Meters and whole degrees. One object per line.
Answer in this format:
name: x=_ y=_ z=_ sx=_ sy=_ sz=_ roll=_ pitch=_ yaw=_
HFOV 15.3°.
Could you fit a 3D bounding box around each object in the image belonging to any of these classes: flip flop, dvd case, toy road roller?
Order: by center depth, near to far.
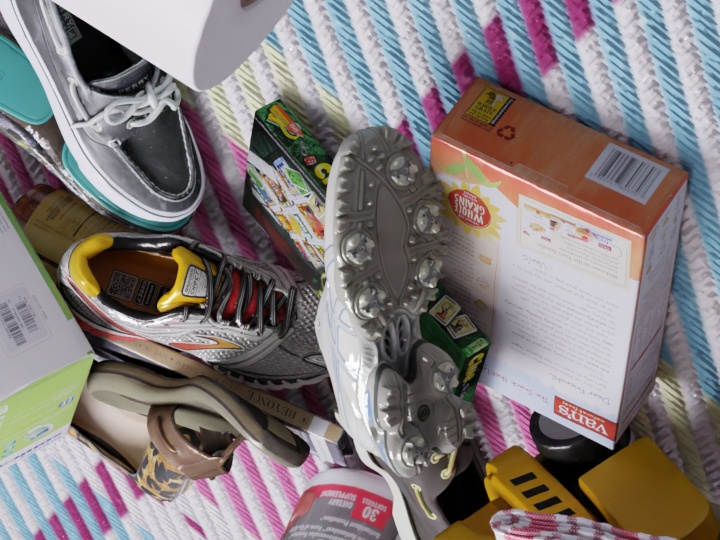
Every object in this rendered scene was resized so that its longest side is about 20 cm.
toy road roller: x=0.136 y=0.177 z=1.585 sx=0.200 sy=0.146 sz=0.123 roll=44 pitch=165 yaw=53
flip flop: x=-0.107 y=0.100 z=1.679 sx=0.200 sy=0.058 sz=0.081 roll=12 pitch=161 yaw=46
dvd case: x=-0.100 y=0.077 z=1.759 sx=0.199 sy=0.016 sz=0.149 roll=24 pitch=171 yaw=6

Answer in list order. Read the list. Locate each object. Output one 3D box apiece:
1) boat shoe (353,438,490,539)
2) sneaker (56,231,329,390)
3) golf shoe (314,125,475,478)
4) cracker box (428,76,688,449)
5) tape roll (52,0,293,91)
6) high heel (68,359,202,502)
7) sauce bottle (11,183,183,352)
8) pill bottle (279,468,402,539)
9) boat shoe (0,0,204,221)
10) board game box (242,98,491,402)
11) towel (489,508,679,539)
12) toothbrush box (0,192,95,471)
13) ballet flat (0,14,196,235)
boat shoe: x=0.046 y=0.115 z=1.706 sx=0.060 sy=0.072 sz=0.201 roll=11 pitch=147 yaw=27
sneaker: x=-0.092 y=0.023 z=1.655 sx=0.199 sy=0.078 sz=0.082 roll=10 pitch=167 yaw=-2
golf shoe: x=-0.001 y=0.014 z=1.490 sx=0.097 sy=0.078 sz=0.201 roll=16 pitch=119 yaw=50
cracker box: x=0.106 y=-0.002 z=1.512 sx=0.134 sy=0.058 sz=0.200 roll=26 pitch=145 yaw=18
tape roll: x=-0.084 y=-0.207 z=1.298 sx=0.139 sy=0.203 sz=0.203 roll=33 pitch=147 yaw=7
high heel: x=-0.177 y=0.096 z=1.802 sx=0.142 sy=0.072 sz=0.200 roll=25 pitch=180 yaw=-13
sauce bottle: x=-0.140 y=0.013 z=1.748 sx=0.200 sy=0.066 sz=0.066 roll=30 pitch=147 yaw=12
pill bottle: x=-0.023 y=0.242 z=1.792 sx=0.110 sy=0.200 sz=0.111 roll=19 pitch=150 yaw=11
boat shoe: x=-0.142 y=-0.111 z=1.589 sx=0.068 sy=0.074 sz=0.200 roll=12 pitch=133 yaw=55
board game box: x=0.000 y=0.000 z=1.575 sx=0.200 sy=0.023 sz=0.105 roll=50 pitch=153 yaw=20
towel: x=0.178 y=0.197 z=1.488 sx=0.199 sy=0.030 sz=0.147 roll=8 pitch=137 yaw=31
toothbrush box: x=-0.249 y=0.039 z=1.722 sx=0.146 sy=0.086 sz=0.200 roll=59 pitch=160 yaw=11
ballet flat: x=-0.184 y=-0.096 z=1.660 sx=0.200 sy=0.072 sz=0.072 roll=38 pitch=148 yaw=-17
